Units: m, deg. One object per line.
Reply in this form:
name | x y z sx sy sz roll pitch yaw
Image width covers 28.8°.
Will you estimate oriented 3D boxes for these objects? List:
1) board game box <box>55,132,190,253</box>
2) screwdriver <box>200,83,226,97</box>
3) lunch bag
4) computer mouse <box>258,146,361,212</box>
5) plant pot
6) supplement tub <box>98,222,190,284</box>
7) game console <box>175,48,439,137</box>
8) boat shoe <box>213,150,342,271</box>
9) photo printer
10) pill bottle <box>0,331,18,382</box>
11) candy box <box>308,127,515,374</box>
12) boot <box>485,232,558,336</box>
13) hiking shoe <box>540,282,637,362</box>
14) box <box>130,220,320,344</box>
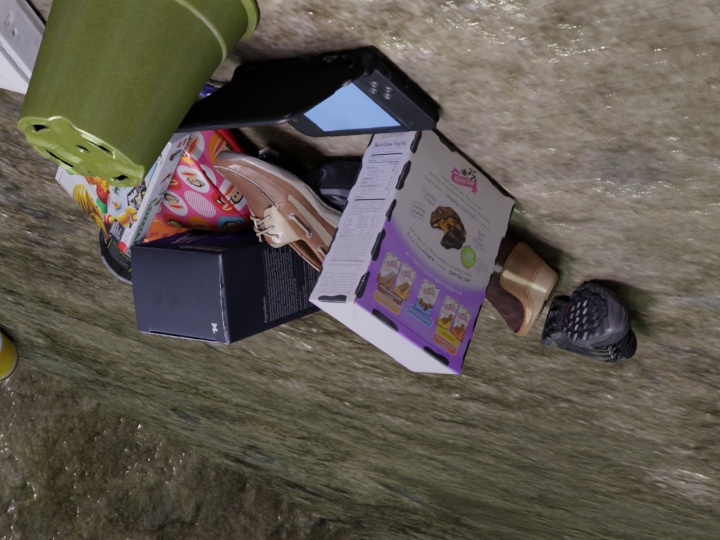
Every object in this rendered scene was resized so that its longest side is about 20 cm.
board game box | -0.266 -0.126 1.554 0.126 0.035 0.200 45 138 11
screwdriver | -0.182 -0.197 1.476 0.198 0.028 0.029 20 -168 15
lunch bag | -0.221 -0.126 1.617 0.199 0.082 0.176 7 148 40
computer mouse | -0.017 -0.093 1.551 0.138 0.053 0.199 37 168 -36
plant pot | -0.217 -0.186 1.273 0.198 0.192 0.200 19 161 7
supplement tub | -0.270 -0.056 1.820 0.122 0.124 0.200 25 163 -11
game console | -0.057 -0.140 1.341 0.199 0.117 0.176 3 154 46
boat shoe | -0.082 -0.060 1.532 0.199 0.072 0.076 35 168 -29
photo printer | -0.436 -0.265 1.491 0.198 0.070 0.167 16 162 20
pill bottle | -0.858 0.179 3.198 0.111 0.113 0.200 18 162 11
candy box | 0.057 -0.022 1.413 0.071 0.202 0.167 1 153 46
boot | 0.144 -0.006 1.620 0.165 0.073 0.200 31 165 10
hiking shoe | 0.286 0.064 1.636 0.100 0.077 0.200 16 173 -11
box | -0.146 0.007 1.637 0.147 0.106 0.199 5 -165 36
